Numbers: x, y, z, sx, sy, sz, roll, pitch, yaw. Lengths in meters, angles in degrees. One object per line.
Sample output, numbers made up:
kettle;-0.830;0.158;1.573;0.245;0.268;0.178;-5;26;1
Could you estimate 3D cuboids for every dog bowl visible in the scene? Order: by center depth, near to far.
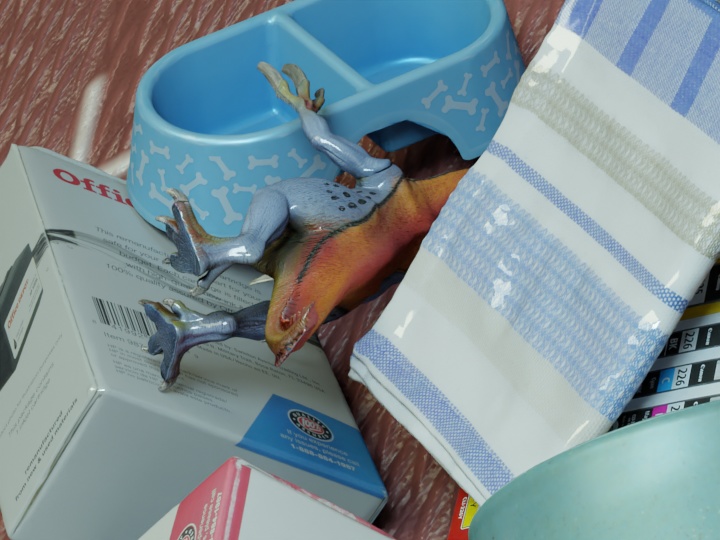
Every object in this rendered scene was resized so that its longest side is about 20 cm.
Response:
dog bowl;-0.015;-0.080;1.288;0.199;0.050;0.111;-24;40;-21

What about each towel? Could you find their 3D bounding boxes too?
towel;0.076;-0.014;1.044;0.200;0.024;0.147;-58;34;10

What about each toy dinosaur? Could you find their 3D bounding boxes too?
toy dinosaur;0.000;0.000;1.158;0.200;0.181;0.105;41;134;48

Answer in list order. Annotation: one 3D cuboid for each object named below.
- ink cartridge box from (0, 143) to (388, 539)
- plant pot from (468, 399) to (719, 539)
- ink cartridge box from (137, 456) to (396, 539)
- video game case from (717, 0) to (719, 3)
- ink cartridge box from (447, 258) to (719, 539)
ink cartridge box;-0.090;0.048;1.238;0.084;0.145;0.200;-57;30;21
plant pot;0.115;0.143;0.819;0.200;0.200;0.189;-27;67;28
ink cartridge box;-0.077;0.187;1.103;0.200;0.085;0.146;-40;30;44
video game case;0.182;-0.105;1.111;0.200;0.023;0.182;-13;14;46
ink cartridge box;0.140;0.029;1.067;0.175;0.084;0.201;-16;45;38
